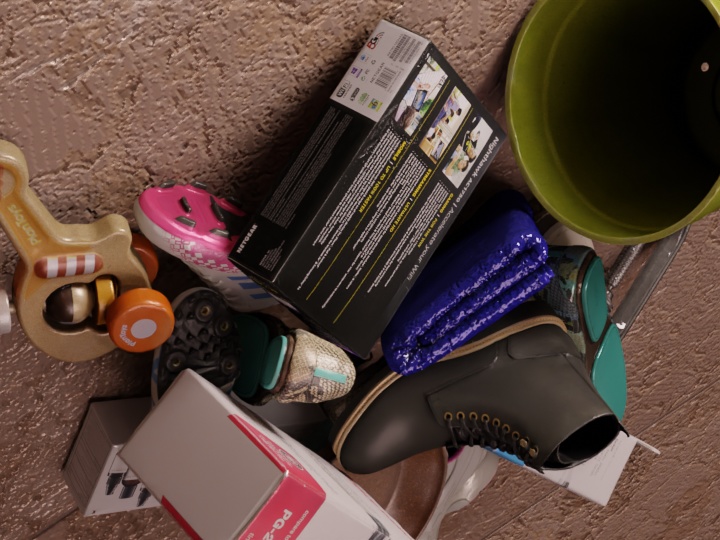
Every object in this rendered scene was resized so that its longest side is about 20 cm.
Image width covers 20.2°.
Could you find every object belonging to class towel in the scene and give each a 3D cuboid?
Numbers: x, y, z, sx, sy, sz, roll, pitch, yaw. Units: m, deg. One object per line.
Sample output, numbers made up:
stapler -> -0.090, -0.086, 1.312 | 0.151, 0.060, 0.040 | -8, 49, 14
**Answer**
towel -> 0.079, 0.011, 1.513 | 0.147, 0.050, 0.200 | -41, -172, 7

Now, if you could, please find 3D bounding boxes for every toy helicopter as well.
toy helicopter -> -0.220, -0.009, 1.358 | 0.132, 0.079, 0.201 | -26, 133, 3

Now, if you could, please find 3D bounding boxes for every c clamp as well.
c clamp -> 0.232, -0.020, 1.672 | 0.201, 0.027, 0.171 | -59, 159, -7

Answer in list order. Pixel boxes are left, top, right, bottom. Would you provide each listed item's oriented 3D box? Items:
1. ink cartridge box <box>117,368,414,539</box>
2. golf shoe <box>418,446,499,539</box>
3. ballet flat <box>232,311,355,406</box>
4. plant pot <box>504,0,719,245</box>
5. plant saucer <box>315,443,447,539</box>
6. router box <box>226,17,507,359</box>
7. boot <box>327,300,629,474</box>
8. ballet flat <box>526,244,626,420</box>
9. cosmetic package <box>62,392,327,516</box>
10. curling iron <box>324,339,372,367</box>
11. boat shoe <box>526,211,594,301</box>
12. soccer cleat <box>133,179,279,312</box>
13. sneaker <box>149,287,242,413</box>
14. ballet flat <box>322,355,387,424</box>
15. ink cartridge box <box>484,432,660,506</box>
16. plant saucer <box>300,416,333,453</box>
ink cartridge box -> -0.054, 0.173, 1.428 | 0.085, 0.145, 0.200 | -51, 135, 1
golf shoe -> 0.042, 0.196, 1.748 | 0.200, 0.075, 0.092 | -52, 142, -29
ballet flat -> -0.050, 0.071, 1.469 | 0.075, 0.200, 0.068 | 16, 87, -18
plant pot -> 0.242, -0.126, 1.488 | 0.192, 0.201, 0.201 | -7, 138, -49
plant saucer -> -0.015, 0.197, 1.628 | 0.200, 0.037, 0.201 | -31, 142, -28
router box -> 0.009, -0.054, 1.424 | 0.201, 0.051, 0.149 | -57, 145, -7
boot -> 0.085, 0.117, 1.484 | 0.199, 0.139, 0.078 | -34, 134, 0
ballet flat -> 0.169, 0.050, 1.609 | 0.074, 0.074, 0.201 | -25, 134, -12
cosmetic package -> -0.129, 0.141, 1.598 | 0.199, 0.051, 0.083 | -4, 136, -36
curling iron -> 0.000, 0.000, 1.547 | 0.025, 0.049, 0.201 | -27, 143, -37
boat shoe -> 0.150, 0.018, 1.667 | 0.072, 0.060, 0.202 | -29, 145, -17
soccer cleat -> -0.091, -0.006, 1.444 | 0.199, 0.070, 0.087 | 11, 125, -45
sneaker -> -0.127, 0.095, 1.475 | 0.071, 0.072, 0.201 | -15, 128, -26
ballet flat -> 0.045, 0.074, 1.596 | 0.200, 0.046, 0.067 | -36, 178, -44
ink cartridge box -> 0.150, 0.137, 1.713 | 0.199, 0.116, 0.067 | 29, 86, -42
plant saucer -> -0.028, 0.182, 1.688 | 0.200, 0.027, 0.201 | -43, 159, -21
